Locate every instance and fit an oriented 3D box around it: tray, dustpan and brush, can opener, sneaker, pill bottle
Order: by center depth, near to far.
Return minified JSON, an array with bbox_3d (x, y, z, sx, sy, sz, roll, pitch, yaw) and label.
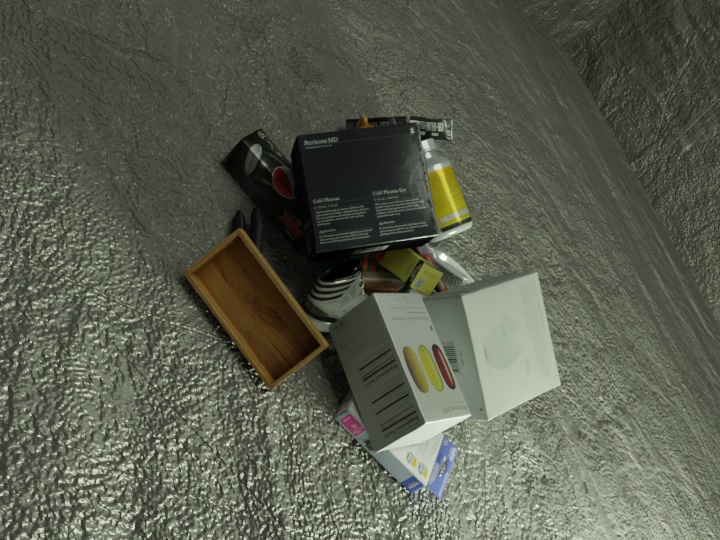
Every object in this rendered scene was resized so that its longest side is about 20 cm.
[{"bbox_3d":[-0.142,0.053,1.051,0.200,0.098,0.037,53,3,2],"label":"tray"},{"bbox_3d":[-0.169,-0.019,1.145,0.063,0.079,0.201,-7,51,-10],"label":"can opener"},{"bbox_3d":[-0.001,0.041,1.214,0.200,0.116,0.076,5,30,-49],"label":"sneaker"},{"bbox_3d":[0.000,0.000,1.314,0.199,0.071,0.080,13,44,-51],"label":"sneaker"},{"bbox_3d":[0.153,-0.016,1.530,0.200,0.057,0.139,37,24,15],"label":"dustpan and brush"},{"bbox_3d":[0.149,-0.165,1.586,0.112,0.111,0.201,-25,95,-58],"label":"pill bottle"}]

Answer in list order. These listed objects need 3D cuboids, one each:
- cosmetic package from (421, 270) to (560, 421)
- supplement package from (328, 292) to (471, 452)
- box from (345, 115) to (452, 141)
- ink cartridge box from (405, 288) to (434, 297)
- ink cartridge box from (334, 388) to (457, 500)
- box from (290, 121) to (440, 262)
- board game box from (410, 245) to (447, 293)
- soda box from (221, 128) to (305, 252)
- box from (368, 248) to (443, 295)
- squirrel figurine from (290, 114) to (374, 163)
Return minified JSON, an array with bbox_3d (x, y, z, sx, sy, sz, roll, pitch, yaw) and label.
[{"bbox_3d":[0.210,0.121,1.270,0.199,0.123,0.201,-13,92,-39],"label":"cosmetic package"},{"bbox_3d":[0.056,0.146,1.122,0.113,0.109,0.201,2,59,-47],"label":"supplement package"},{"bbox_3d":[0.086,-0.303,1.655,0.199,0.157,0.050,-13,104,-56],"label":"box"},{"bbox_3d":[0.137,0.134,1.381,0.200,0.041,0.200,46,31,-11],"label":"ink cartridge box"},{"bbox_3d":[0.057,0.248,1.164,0.200,0.042,0.119,44,34,-7],"label":"ink cartridge box"},{"bbox_3d":[0.004,-0.121,1.206,0.198,0.104,0.184,-8,84,-12],"label":"box"},{"bbox_3d":[0.092,-0.035,1.383,0.103,0.019,0.200,35,-14,39],"label":"board game box"},{"bbox_3d":[-0.135,-0.134,1.277,0.200,0.071,0.063,49,37,-4],"label":"soda box"},{"bbox_3d":[0.046,-0.034,1.319,0.200,0.050,0.075,38,8,34],"label":"box"},{"bbox_3d":[-0.022,-0.196,1.372,0.142,0.186,0.200,51,32,1],"label":"squirrel figurine"}]
